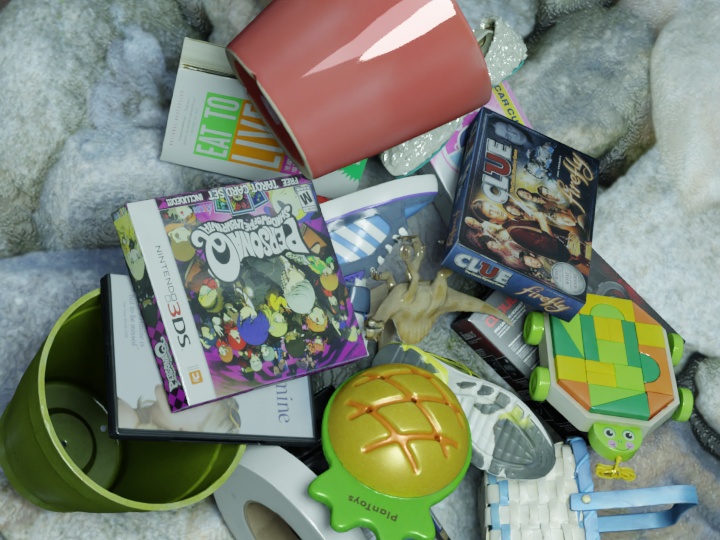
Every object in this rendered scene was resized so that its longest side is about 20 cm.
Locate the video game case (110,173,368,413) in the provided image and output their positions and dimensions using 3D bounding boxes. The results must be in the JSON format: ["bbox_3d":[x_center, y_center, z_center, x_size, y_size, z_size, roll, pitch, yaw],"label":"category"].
[{"bbox_3d":[-0.102,0.015,1.278,0.200,0.036,0.181,-12,82,-39],"label":"video game case"}]

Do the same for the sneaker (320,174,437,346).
[{"bbox_3d":[0.000,0.000,1.404,0.200,0.081,0.147,-19,93,-17],"label":"sneaker"}]

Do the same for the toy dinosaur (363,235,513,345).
[{"bbox_3d":[0.062,0.019,1.372,0.200,0.058,0.101,-7,103,-44],"label":"toy dinosaur"}]

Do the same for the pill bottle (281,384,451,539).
[{"bbox_3d":[-0.007,0.215,1.397,0.112,0.112,0.200,-33,88,-14],"label":"pill bottle"}]

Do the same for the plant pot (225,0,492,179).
[{"bbox_3d":[-0.010,-0.187,1.300,0.177,0.200,0.201,-34,89,-5],"label":"plant pot"}]

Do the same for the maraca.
[{"bbox_3d":[0.027,0.160,1.275,0.137,0.107,0.200,19,43,3],"label":"maraca"}]

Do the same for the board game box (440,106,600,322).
[{"bbox_3d":[0.156,-0.057,1.386,0.135,0.035,0.200,23,46,-10],"label":"board game box"}]

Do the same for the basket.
[{"bbox_3d":[0.216,0.237,1.410,0.200,0.176,0.139,-9,70,1],"label":"basket"}]

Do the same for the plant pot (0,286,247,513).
[{"bbox_3d":[-0.231,0.136,1.308,0.200,0.193,0.201,15,62,-30],"label":"plant pot"}]

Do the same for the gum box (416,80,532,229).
[{"bbox_3d":[0.113,-0.129,1.495,0.113,0.066,0.200,-28,87,-13],"label":"gum box"}]

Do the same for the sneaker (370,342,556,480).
[{"bbox_3d":[0.107,0.126,1.377,0.200,0.085,0.075,34,104,24],"label":"sneaker"}]

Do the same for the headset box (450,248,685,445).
[{"bbox_3d":[0.203,0.057,1.480,0.200,0.077,0.149,46,77,-3],"label":"headset box"}]

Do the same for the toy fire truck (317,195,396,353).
[{"bbox_3d":[-0.015,0.036,1.455,0.141,0.049,0.200,18,78,-8],"label":"toy fire truck"}]

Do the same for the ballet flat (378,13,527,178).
[{"bbox_3d":[0.080,-0.178,1.425,0.072,0.072,0.200,45,73,-2],"label":"ballet flat"}]

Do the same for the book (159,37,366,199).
[{"bbox_3d":[-0.088,-0.143,1.432,0.200,0.134,0.048,11,45,-8],"label":"book"}]

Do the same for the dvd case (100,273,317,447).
[{"bbox_3d":[-0.130,0.080,1.269,0.200,0.018,0.143,7,66,-34],"label":"dvd case"}]

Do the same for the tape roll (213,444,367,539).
[{"bbox_3d":[-0.060,0.243,1.337,0.037,0.203,0.203,-37,90,-27],"label":"tape roll"}]

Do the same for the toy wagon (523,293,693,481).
[{"bbox_3d":[0.237,0.106,1.374,0.155,0.040,0.200,9,46,-9],"label":"toy wagon"}]

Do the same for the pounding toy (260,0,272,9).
[{"bbox_3d":[-0.025,-0.268,1.470,0.184,0.142,0.200,-19,84,-24],"label":"pounding toy"}]
